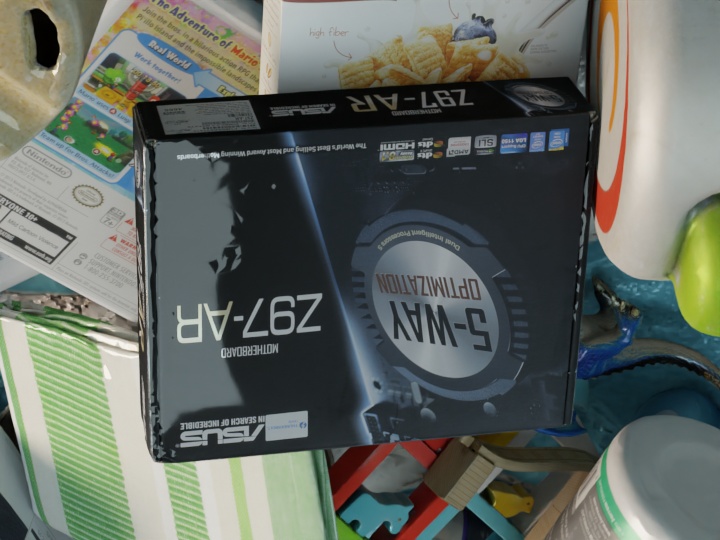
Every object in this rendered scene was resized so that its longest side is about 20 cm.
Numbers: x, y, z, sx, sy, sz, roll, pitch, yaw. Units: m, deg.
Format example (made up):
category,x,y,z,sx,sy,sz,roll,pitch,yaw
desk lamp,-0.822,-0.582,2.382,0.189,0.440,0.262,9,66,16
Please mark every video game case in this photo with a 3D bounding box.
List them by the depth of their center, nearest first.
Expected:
category,x,y,z,sx,sy,sz,roll,pitch,yaw
video game case,-0.074,-0.044,0.954,0.199,0.024,0.182,30,122,-29

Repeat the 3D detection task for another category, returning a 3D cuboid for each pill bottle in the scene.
category,x,y,z,sx,sy,sz,roll,pitch,yaw
pill bottle,0.136,0.181,1.041,0.113,0.113,0.201,17,127,-16

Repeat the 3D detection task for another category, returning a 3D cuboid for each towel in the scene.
category,x,y,z,sx,sy,sz,roll,pitch,yaw
towel,-0.099,0.096,1.021,0.199,0.023,0.153,11,123,30

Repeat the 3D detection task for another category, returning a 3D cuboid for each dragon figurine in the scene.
category,x,y,z,sx,sy,sz,roll,pitch,yaw
dragon figurine,0.095,0.047,1.029,0.199,0.059,0.100,28,98,-24

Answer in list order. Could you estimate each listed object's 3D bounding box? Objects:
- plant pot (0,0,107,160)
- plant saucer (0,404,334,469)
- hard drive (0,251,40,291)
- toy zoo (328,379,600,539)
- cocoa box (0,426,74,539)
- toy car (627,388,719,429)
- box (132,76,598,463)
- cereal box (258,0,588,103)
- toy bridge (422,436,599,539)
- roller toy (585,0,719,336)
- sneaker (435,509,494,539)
category,x,y,z,sx,sy,sz,roll,pitch,yaw
plant pot,-0.167,-0.145,0.784,0.199,0.184,0.201,0,135,0
plant saucer,-0.113,0.108,1.135,0.199,0.032,0.201,0,133,0
hard drive,-0.156,-0.063,0.973,0.199,0.025,0.132,-23,130,21
toy zoo,0.050,0.119,1.095,0.200,0.020,0.131,-46,126,0
cocoa box,-0.279,0.176,1.106,0.199,0.132,0.134,-7,135,22
toy car,0.258,0.166,1.076,0.176,0.201,0.184,-31,127,27
box,0.000,0.000,0.886,0.199,0.044,0.161,-4,118,-12
cereal box,0.025,-0.070,0.904,0.143,0.040,0.201,-4,120,-14
toy bridge,0.118,0.136,1.108,0.200,0.027,0.067,38,91,-36
roller toy,0.173,-0.089,0.841,0.139,0.183,0.201,0,112,-1
sneaker,0.081,0.231,1.220,0.146,0.081,0.201,16,127,-10
